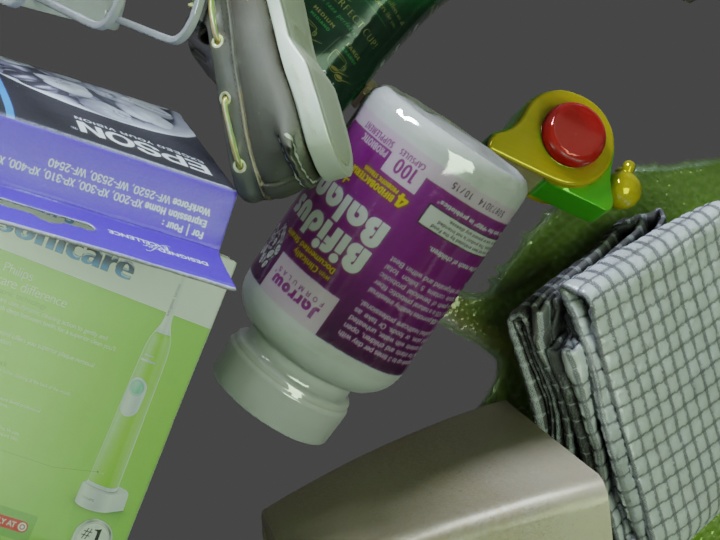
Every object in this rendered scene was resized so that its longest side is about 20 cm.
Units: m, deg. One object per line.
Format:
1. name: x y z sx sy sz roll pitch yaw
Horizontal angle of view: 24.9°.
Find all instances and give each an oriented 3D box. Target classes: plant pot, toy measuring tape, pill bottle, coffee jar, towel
1. plant pot: 0.042 0.209 0.989 0.177 0.200 0.200 -9 101 -10
2. toy measuring tape: 0.092 -0.095 1.034 0.200 0.074 0.074 24 87 -10
3. pill bottle: 0.000 0.000 0.963 0.112 0.112 0.200 30 100 -24
4. coffee jar: -0.001 -0.171 0.963 0.200 0.085 0.104 -44 96 -12
5. towel: 0.182 0.071 1.058 0.166 0.086 0.200 -31 110 -38

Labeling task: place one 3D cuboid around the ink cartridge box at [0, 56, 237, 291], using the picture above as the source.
1. ink cartridge box: -0.168 -0.066 0.845 0.198 0.200 0.043 17 106 -25

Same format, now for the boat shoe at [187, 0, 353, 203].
1. boat shoe: -0.059 -0.132 0.866 0.060 0.072 0.202 -21 70 11

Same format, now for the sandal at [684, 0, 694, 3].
1. sandal: 0.199 -0.206 1.062 0.201 0.080 0.057 2 114 -17

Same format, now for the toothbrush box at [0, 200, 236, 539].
1. toothbrush box: -0.180 0.057 0.918 0.146 0.086 0.200 22 89 -25

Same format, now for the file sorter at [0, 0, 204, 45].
1. file sorter: -0.175 -0.204 0.832 0.200 0.125 0.139 10 101 -36
